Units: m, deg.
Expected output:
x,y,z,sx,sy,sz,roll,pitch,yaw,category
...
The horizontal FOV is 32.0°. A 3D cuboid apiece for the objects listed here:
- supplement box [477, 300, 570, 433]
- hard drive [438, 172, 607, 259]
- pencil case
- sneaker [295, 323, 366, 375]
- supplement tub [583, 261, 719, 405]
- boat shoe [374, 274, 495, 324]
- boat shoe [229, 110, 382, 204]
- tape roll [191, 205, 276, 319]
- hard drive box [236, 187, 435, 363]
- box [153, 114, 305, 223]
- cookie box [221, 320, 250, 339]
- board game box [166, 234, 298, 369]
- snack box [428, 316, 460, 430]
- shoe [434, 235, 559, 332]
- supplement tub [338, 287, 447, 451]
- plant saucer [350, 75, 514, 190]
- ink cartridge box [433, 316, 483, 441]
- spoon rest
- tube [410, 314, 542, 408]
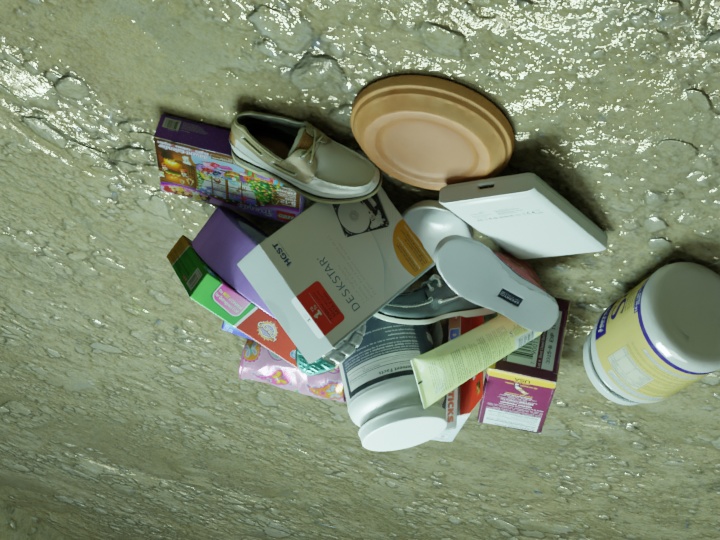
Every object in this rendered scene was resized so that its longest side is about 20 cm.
x,y,z,sx,sy,sz,roll,pitch,yaw,category
0.236,0.137,1.829,0.102,0.132,0.201,11,154,6,supplement box
0.203,-0.064,1.544,0.131,0.027,0.199,-6,158,35,hard drive
-0.107,0.163,2.119,0.197,0.088,0.088,11,153,11,pencil case
-0.028,0.066,1.645,0.077,0.201,0.091,34,147,0,sneaker
0.391,0.089,1.642,0.144,0.147,0.200,21,152,-10,supplement tub
0.103,0.030,1.700,0.198,0.063,0.073,-5,-159,-26,boat shoe
-0.070,-0.139,1.531,0.197,0.075,0.069,15,153,11,boat shoe
-0.134,-0.003,1.718,0.199,0.066,0.200,37,-175,-3,tape roll
-0.028,-0.008,1.569,0.157,0.200,0.077,53,147,-2,hard drive box
-0.168,-0.130,1.645,0.197,0.040,0.137,14,154,3,box
-0.099,0.062,1.927,0.198,0.076,0.171,19,152,-8,cookie box
-0.162,0.043,1.711,0.199,0.040,0.153,36,-175,-30,board game box
0.114,0.123,1.804,0.024,0.203,0.072,-5,-167,-30,snack box
0.170,0.005,1.645,0.199,0.091,0.072,31,105,-22,shoe
0.040,0.136,1.757,0.138,0.202,0.141,-11,155,-5,supplement tub
0.081,-0.153,1.474,0.197,0.038,0.201,13,153,6,plant saucer
0.138,0.145,1.863,0.056,0.165,0.201,4,154,-4,ink cartridge box
0.077,-0.037,1.667,0.098,0.061,0.200,24,153,-16,spoon rest
0.155,0.107,1.690,0.058,0.199,0.052,56,158,13,tube
